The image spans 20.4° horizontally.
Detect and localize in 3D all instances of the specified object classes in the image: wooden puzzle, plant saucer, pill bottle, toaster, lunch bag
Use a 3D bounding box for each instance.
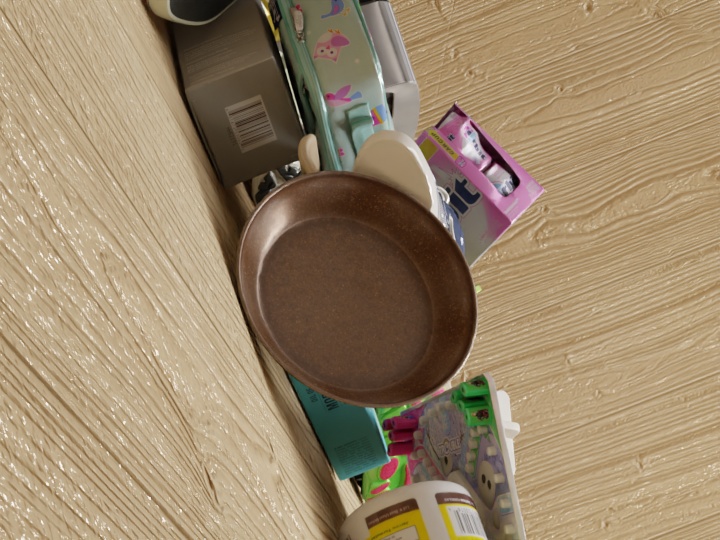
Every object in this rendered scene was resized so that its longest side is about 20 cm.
[{"bbox_3d":[-0.014,0.006,1.672,0.185,0.046,0.201,84,-19,-75],"label":"wooden puzzle"},{"bbox_3d":[-0.007,0.019,1.536,0.037,0.199,0.202,-48,-124,54],"label":"plant saucer"},{"bbox_3d":[0.061,0.265,1.471,0.109,0.109,0.201,64,6,-62],"label":"pill bottle"},{"bbox_3d":[-0.029,-0.193,2.133,0.181,0.199,0.119,95,-23,-69],"label":"toaster"},{"bbox_3d":[-0.020,-0.156,1.714,0.200,0.077,0.161,74,1,-57],"label":"lunch bag"}]

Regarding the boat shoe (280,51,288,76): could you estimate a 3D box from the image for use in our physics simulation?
[{"bbox_3d":[-0.120,-0.208,1.916,0.199,0.066,0.075,41,58,-26],"label":"boat shoe"}]

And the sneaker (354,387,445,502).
[{"bbox_3d":[0.020,0.134,1.825,0.084,0.076,0.201,54,-35,31],"label":"sneaker"}]

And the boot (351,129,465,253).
[{"bbox_3d":[0.042,-0.049,1.655,0.091,0.072,0.201,-69,156,-48],"label":"boot"}]

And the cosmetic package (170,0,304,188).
[{"bbox_3d":[-0.108,-0.172,1.730,0.200,0.090,0.107,-112,-179,-58],"label":"cosmetic package"}]

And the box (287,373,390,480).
[{"bbox_3d":[-0.033,0.078,1.672,0.083,0.049,0.201,-108,177,-49],"label":"box"}]

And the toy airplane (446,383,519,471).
[{"bbox_3d":[0.066,0.165,2.068,0.200,0.141,0.200,57,37,-5],"label":"toy airplane"}]

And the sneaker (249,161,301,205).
[{"bbox_3d":[-0.070,-0.087,1.991,0.200,0.077,0.085,65,0,-64],"label":"sneaker"}]

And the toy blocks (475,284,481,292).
[{"bbox_3d":[0.000,0.000,1.814,0.200,0.100,0.137,-29,-90,48],"label":"toy blocks"}]

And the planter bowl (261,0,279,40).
[{"bbox_3d":[-0.115,-0.279,1.959,0.201,0.199,0.084,66,40,-49],"label":"planter bowl"}]

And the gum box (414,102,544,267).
[{"bbox_3d":[0.069,-0.051,1.829,0.113,0.200,0.066,44,46,2],"label":"gum box"}]

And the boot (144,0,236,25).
[{"bbox_3d":[-0.164,-0.277,1.690,0.200,0.144,0.073,-41,155,-57],"label":"boot"}]

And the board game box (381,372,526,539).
[{"bbox_3d":[0.076,0.197,1.597,0.200,0.026,0.201,145,-64,-67],"label":"board game box"}]
